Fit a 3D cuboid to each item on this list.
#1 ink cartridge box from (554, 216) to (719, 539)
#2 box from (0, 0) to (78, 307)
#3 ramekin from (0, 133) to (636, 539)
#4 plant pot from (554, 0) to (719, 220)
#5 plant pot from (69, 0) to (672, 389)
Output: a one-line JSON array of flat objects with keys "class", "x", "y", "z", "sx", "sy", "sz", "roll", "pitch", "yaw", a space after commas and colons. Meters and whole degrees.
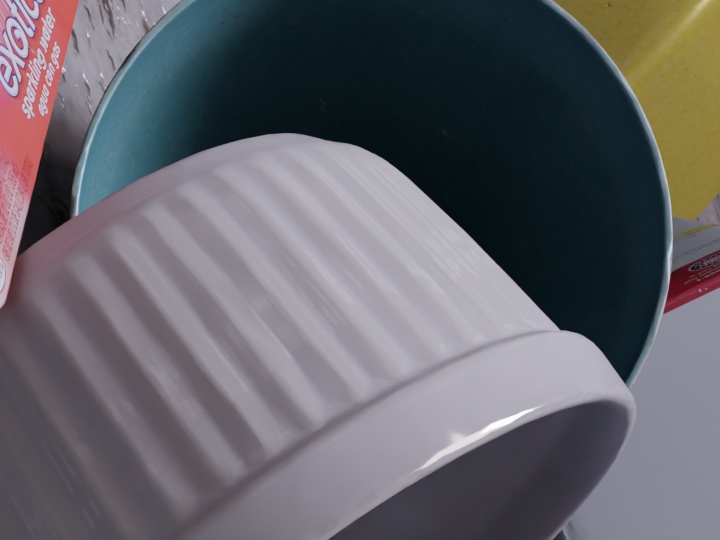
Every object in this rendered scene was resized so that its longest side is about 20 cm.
[{"class": "ink cartridge box", "x": 0.130, "y": 0.071, "z": 1.127, "sx": 0.145, "sy": 0.145, "sz": 0.200, "roll": 66, "pitch": -7, "yaw": -8}, {"class": "box", "x": -0.141, "y": -0.061, "z": 0.639, "sx": 0.096, "sy": 0.099, "sz": 0.200, "roll": 58, "pitch": 20, "yaw": -30}, {"class": "ramekin", "x": -0.037, "y": 0.055, "z": 0.650, "sx": 0.105, "sy": 0.200, "sz": 0.200, "roll": 53, "pitch": 12, "yaw": 18}, {"class": "plant pot", "x": 0.141, "y": -0.149, "z": 1.370, "sx": 0.194, "sy": 0.200, "sz": 0.195, "roll": 53, "pitch": 8, "yaw": 28}, {"class": "plant pot", "x": 0.000, "y": 0.000, "z": 0.893, "sx": 0.135, "sy": 0.199, "sz": 0.201, "roll": 106, "pitch": -35, "yaw": -77}]
